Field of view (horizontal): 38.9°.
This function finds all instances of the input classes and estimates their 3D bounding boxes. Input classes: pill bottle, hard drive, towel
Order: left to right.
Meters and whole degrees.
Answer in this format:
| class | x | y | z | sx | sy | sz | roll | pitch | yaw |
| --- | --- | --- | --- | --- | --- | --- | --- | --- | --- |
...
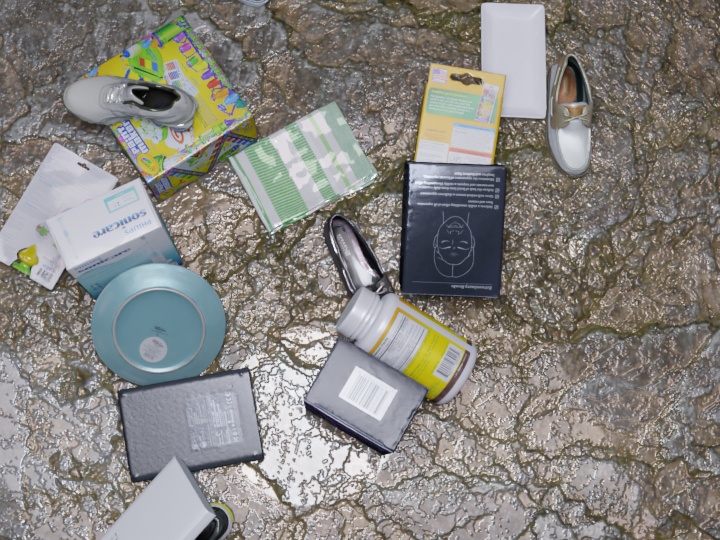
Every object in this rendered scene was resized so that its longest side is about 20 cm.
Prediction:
| class | x | y | z | sx | sy | sz | roll | pitch | yaw |
| --- | --- | --- | --- | --- | --- | --- | --- | --- | --- |
| hard drive | -0.303 | 0.379 | 1.454 | 0.200 | 0.026 | 0.132 | -47 | 41 | 0 |
| hard drive | -0.256 | 0.231 | 1.533 | 0.200 | 0.033 | 0.140 | -10 | 85 | -5 |
| towel | -0.092 | -0.165 | 1.633 | 0.200 | 0.023 | 0.153 | -29 | 80 | -8 |
| pill bottle | 0.066 | 0.108 | 1.525 | 0.200 | 0.109 | 0.109 | 32 | 79 | -7 |

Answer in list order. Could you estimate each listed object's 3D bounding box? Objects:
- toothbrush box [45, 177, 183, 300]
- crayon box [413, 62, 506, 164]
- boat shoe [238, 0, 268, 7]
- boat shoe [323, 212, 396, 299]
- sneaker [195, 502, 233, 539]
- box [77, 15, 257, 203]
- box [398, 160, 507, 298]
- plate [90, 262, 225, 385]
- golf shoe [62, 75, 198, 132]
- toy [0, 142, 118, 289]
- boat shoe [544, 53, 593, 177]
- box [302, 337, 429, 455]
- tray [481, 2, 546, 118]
| class | x | y | z | sx | sy | sz | roll | pitch | yaw |
| --- | --- | --- | --- | --- | --- | --- | --- | --- | --- |
| toothbrush box | -0.357 | -0.040 | 1.504 | 0.146 | 0.200 | 0.085 | -26 | 78 | -7 |
| crayon box | 0.154 | -0.219 | 1.627 | 0.126 | 0.052 | 0.200 | 9 | 88 | -1 |
| boat shoe | -0.240 | -0.496 | 1.670 | 0.200 | 0.071 | 0.072 | 17 | 78 | 2 |
| boat shoe | 0.000 | 0.000 | 1.586 | 0.067 | 0.057 | 0.200 | -28 | 81 | -8 |
| sneaker | -0.276 | 0.406 | 1.476 | 0.200 | 0.085 | 0.074 | -40 | 82 | -9 |
| box | -0.296 | -0.249 | 1.591 | 0.192 | 0.122 | 0.200 | -33 | 82 | -8 |
| box | 0.138 | -0.064 | 1.551 | 0.148 | 0.107 | 0.200 | 3 | 97 | -1 |
| plate | -0.300 | 0.087 | 1.522 | 0.200 | 0.026 | 0.200 | -4 | 108 | -11 |
| golf shoe | -0.339 | -0.255 | 1.481 | 0.200 | 0.097 | 0.078 | 4 | 81 | 1 |
| toy | -0.474 | -0.082 | 1.587 | 0.115 | 0.047 | 0.200 | 30 | 82 | 0 |
| boat shoe | 0.337 | -0.252 | 1.647 | 0.075 | 0.068 | 0.200 | -6 | 79 | -4 |
| box | 0.005 | 0.186 | 1.475 | 0.148 | 0.200 | 0.104 | 30 | 79 | 5 |
| tray | 0.251 | -0.345 | 1.686 | 0.107 | 0.022 | 0.200 | 2 | 78 | -3 |
